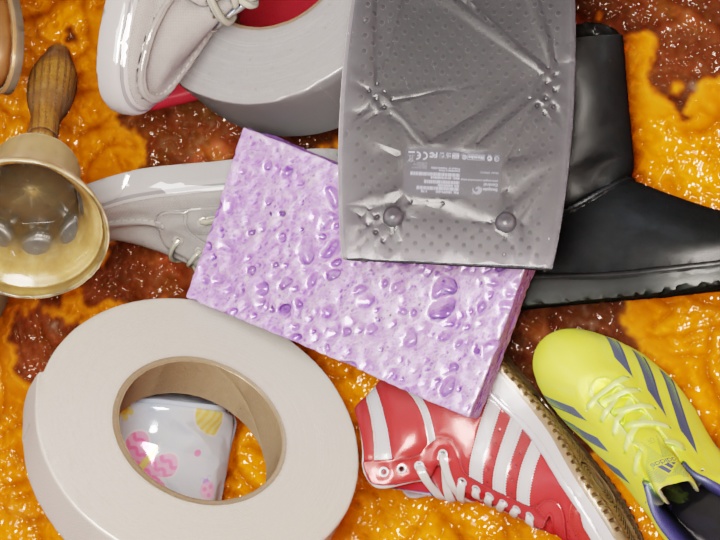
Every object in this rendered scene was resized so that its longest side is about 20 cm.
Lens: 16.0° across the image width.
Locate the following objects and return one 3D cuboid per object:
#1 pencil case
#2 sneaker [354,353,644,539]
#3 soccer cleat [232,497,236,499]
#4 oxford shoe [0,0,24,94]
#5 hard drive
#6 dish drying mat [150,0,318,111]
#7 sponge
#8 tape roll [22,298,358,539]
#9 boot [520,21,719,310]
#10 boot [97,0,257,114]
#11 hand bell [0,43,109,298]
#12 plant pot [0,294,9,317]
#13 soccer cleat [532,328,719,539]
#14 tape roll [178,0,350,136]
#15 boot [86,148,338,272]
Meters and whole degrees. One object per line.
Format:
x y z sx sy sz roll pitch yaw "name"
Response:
-0.128 0.174 1.599 0.091 0.083 0.200 3 86 4 "pencil case"
0.077 0.129 1.535 0.112 0.071 0.200 -42 66 8 "sneaker"
-0.052 0.178 1.548 0.200 0.067 0.077 13 65 -13 "soccer cleat"
-0.274 -0.185 1.659 0.200 0.071 0.071 57 136 35 "oxford shoe"
0.057 -0.097 1.482 0.135 0.042 0.200 3 78 5 "hard drive"
-0.051 -0.160 1.636 0.200 0.018 0.077 -14 77 19 "dish drying mat"
0.000 0.000 1.531 0.200 0.030 0.112 22 95 19 "sponge"
-0.101 0.105 1.527 0.203 0.203 0.037 47 140 17 "tape roll"
0.154 -0.065 1.521 0.200 0.076 0.168 -5 87 25 "boot"
-0.079 -0.179 1.515 0.096 0.074 0.200 16 79 30 "boot"
-0.199 -0.083 1.612 0.104 0.200 0.104 1 127 1 "hand bell"
-0.294 -0.018 1.636 0.134 0.200 0.200 -37 71 -23 "plant pot"
0.174 0.107 1.496 0.065 0.084 0.200 -45 72 11 "soccer cleat"
-0.044 -0.188 1.591 0.200 0.066 0.200 -7 71 21 "tape roll"
-0.096 -0.016 1.609 0.200 0.074 0.096 -8 79 20 "boot"
